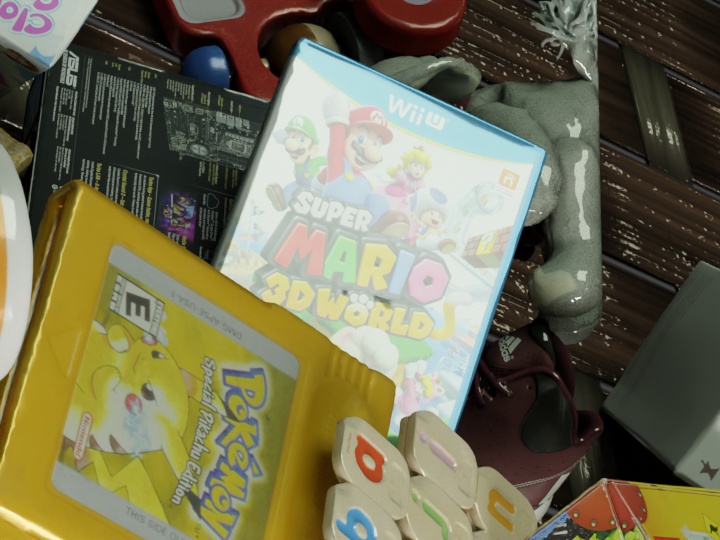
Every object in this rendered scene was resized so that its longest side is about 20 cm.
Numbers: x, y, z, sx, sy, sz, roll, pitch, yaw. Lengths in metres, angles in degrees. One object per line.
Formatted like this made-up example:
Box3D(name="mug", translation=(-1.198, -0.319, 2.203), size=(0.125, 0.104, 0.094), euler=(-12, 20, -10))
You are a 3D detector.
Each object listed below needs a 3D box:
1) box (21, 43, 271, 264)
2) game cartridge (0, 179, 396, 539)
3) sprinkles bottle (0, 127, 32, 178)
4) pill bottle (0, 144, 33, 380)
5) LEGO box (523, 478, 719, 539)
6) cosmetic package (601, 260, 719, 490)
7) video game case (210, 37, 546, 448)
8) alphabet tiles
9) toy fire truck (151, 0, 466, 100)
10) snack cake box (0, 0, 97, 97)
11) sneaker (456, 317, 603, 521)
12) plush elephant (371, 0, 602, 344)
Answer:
Box3D(name="box", translation=(-0.098, -0.017, 1.422), size=(0.160, 0.044, 0.200), euler=(15, 46, -16))
Box3D(name="game cartridge", translation=(-0.075, 0.078, 1.247), size=(0.200, 0.032, 0.176), euler=(32, 50, -27))
Box3D(name="sprinkles bottle", translation=(-0.258, -0.096, 1.376), size=(0.200, 0.068, 0.068), euler=(41, 33, -2))
Box3D(name="pill bottle", translation=(-0.246, -0.002, 1.153), size=(0.200, 0.112, 0.112), euler=(-2, 50, -26))
Box3D(name="LEGO box", translation=(0.176, 0.186, 1.353), size=(0.200, 0.077, 0.149), euler=(12, 43, -55))
Box3D(name="cosmetic package", translation=(0.213, 0.070, 1.553), size=(0.081, 0.113, 0.200), euler=(34, 4, -11))
Box3D(name="video game case", translation=(0.000, 0.000, 1.376), size=(0.143, 0.018, 0.200), euler=(24, 69, -12))
Box3D(name="alphabet tiles", translation=(0.044, 0.164, 1.287), size=(0.196, 0.015, 0.200), euler=(43, 37, -32))
Box3D(name="toy fire truck", translation=(-0.039, -0.150, 1.652), size=(0.168, 0.112, 0.200), euler=(-9, 55, -19))
Box3D(name="snack cake box", translation=(-0.202, -0.147, 1.387), size=(0.115, 0.067, 0.200), euler=(34, -11, -12))
Box3D(name="sneaker", translation=(0.042, 0.050, 1.469), size=(0.200, 0.116, 0.076), euler=(30, 35, -18))
Box3D(name="plush elephant", translation=(0.053, -0.058, 1.514), size=(0.155, 0.200, 0.165), euler=(-1, -1, 5))
